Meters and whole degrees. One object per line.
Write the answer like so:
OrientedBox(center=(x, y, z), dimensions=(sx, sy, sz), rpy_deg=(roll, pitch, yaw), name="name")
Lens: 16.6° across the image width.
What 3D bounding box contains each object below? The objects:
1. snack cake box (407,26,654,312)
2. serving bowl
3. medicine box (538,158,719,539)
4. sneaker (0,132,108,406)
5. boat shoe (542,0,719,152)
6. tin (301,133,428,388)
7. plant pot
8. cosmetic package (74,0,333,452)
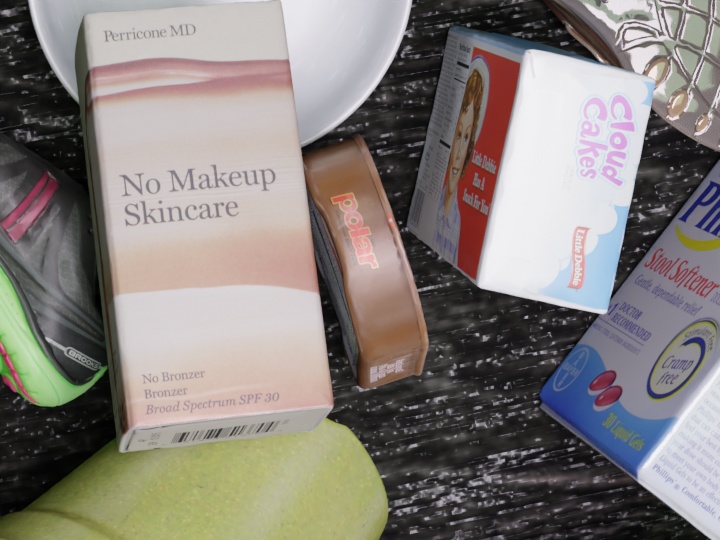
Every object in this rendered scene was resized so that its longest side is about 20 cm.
OrientedBox(center=(0.082, -0.056, 1.250), dimensions=(0.067, 0.200, 0.115), rpy_deg=(12, 97, -10), name="snack cake box")
OrientedBox(center=(-0.076, -0.157, 1.277), dimensions=(0.199, 0.066, 0.201), rpy_deg=(-2, 100, -12), name="serving bowl")
OrientedBox(center=(0.213, 0.037, 1.310), dimensions=(0.103, 0.182, 0.200), rpy_deg=(37, 90, -15), name="medicine box")
OrientedBox(center=(-0.180, -0.030, 1.282), dimensions=(0.084, 0.077, 0.201), rpy_deg=(-28, 108, -24), name="sneaker")
OrientedBox(center=(0.148, -0.141, 1.324), dimensions=(0.076, 0.072, 0.200), rpy_deg=(-45, 99, 1), name="boat shoe")
OrientedBox(center=(0.000, 0.000, 1.254), dimensions=(0.042, 0.200, 0.112), rpy_deg=(-22, 80, -5), name="tin")
OrientedBox(center=(-0.087, 0.152, 1.256), dimensions=(0.201, 0.200, 0.184), rpy_deg=(53, 55, -15), name="plant pot")
OrientedBox(center=(-0.077, -0.020, 1.187), dimensions=(0.103, 0.087, 0.201), rpy_deg=(-7, 79, -10), name="cosmetic package")
